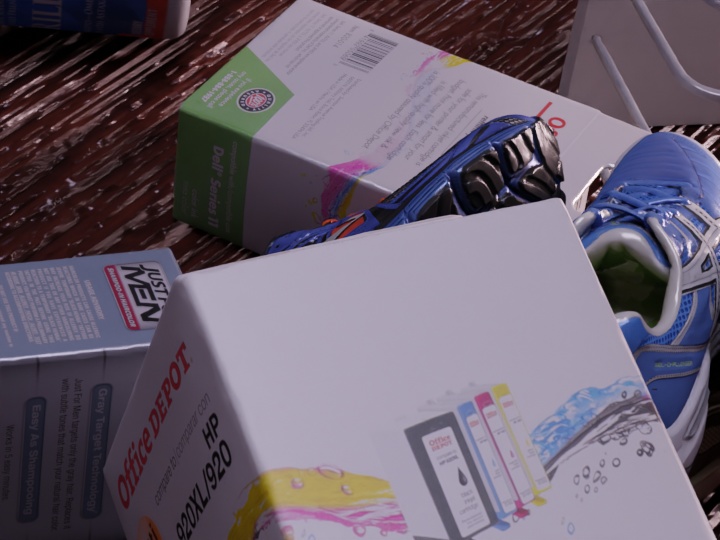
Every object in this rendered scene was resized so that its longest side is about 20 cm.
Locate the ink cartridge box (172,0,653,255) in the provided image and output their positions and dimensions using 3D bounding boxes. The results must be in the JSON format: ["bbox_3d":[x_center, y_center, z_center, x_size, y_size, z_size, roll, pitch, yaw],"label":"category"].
[{"bbox_3d":[0.030,-0.040,1.209,0.200,0.067,0.117,23,41,18],"label":"ink cartridge box"}]

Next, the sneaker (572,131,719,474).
[{"bbox_3d":[0.116,0.000,1.059,0.076,0.077,0.200,0,36,12],"label":"sneaker"}]

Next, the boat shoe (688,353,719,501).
[{"bbox_3d":[0.164,0.030,1.140,0.075,0.075,0.202,26,40,21],"label":"boat shoe"}]

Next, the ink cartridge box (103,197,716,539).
[{"bbox_3d":[0.020,0.104,0.903,0.145,0.147,0.200,-11,64,-24],"label":"ink cartridge box"}]

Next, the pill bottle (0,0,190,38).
[{"bbox_3d":[-0.179,-0.175,1.306,0.200,0.112,0.112,4,37,-5],"label":"pill bottle"}]

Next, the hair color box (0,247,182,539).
[{"bbox_3d":[-0.163,0.056,1.018,0.200,0.099,0.061,-6,39,-19],"label":"hair color box"}]

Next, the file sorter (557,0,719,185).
[{"bbox_3d":[0.189,-0.118,1.236,0.139,0.200,0.125,-3,41,-16],"label":"file sorter"}]

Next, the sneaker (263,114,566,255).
[{"bbox_3d":[0.000,0.000,1.102,0.200,0.075,0.078,-39,42,-12],"label":"sneaker"}]
